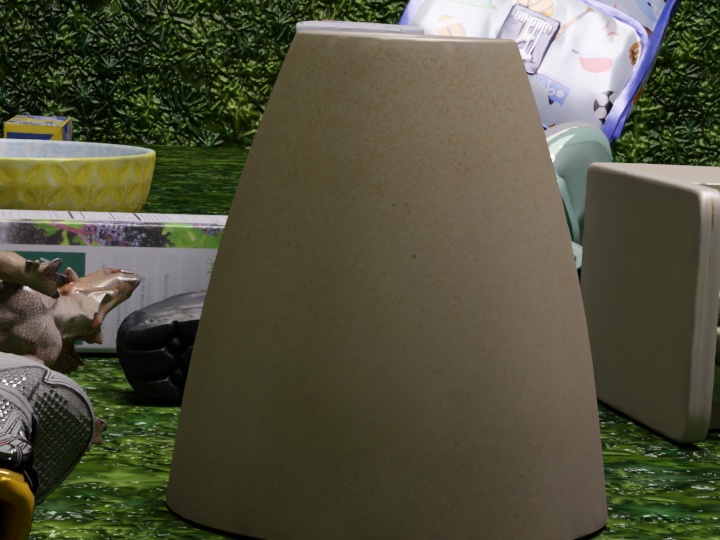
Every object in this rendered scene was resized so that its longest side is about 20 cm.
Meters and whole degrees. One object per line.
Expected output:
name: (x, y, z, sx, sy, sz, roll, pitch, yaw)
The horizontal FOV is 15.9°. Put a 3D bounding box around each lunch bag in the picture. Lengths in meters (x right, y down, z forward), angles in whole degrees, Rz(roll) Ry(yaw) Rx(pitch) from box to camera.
lunch bag: (0.115, -0.151, 1.765, 0.170, 0.124, 0.200, 24, 33, 7)

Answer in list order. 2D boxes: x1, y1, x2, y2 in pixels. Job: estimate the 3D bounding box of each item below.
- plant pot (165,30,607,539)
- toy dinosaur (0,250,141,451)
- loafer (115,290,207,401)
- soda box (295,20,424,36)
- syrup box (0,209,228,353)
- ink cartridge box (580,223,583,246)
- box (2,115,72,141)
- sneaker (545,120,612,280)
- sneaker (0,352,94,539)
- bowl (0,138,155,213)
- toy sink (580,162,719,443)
plant pot: (0.016, 0.001, 1.083, 0.187, 0.201, 0.187, 3, 5, 0)
toy dinosaur: (-0.194, 0.024, 1.226, 0.200, 0.086, 0.135, 14, -1, -27)
loafer: (-0.030, 0.034, 1.379, 0.200, 0.068, 0.070, -2, 16, -8)
soda box: (-0.004, -0.040, 1.467, 0.064, 0.201, 0.068, 5, 7, 11)
syrup box: (-0.163, 0.006, 1.543, 0.199, 0.079, 0.081, 1, 6, -11)
ink cartridge box: (0.178, -0.011, 1.718, 0.200, 0.067, 0.116, 29, 14, 25)
box: (-0.371, -0.143, 2.975, 0.070, 0.064, 0.200, 2, 5, -4)
sneaker: (0.125, -0.015, 1.586, 0.118, 0.074, 0.200, 8, 46, 45)
sneaker: (-0.142, 0.083, 0.900, 0.082, 0.078, 0.200, 9, 17, 19)
bowl: (-0.238, -0.030, 1.726, 0.200, 0.108, 0.200, 3, 6, 0)
toy sink: (0.197, 0.014, 1.375, 0.112, 0.131, 0.200, 2, 5, -12)
